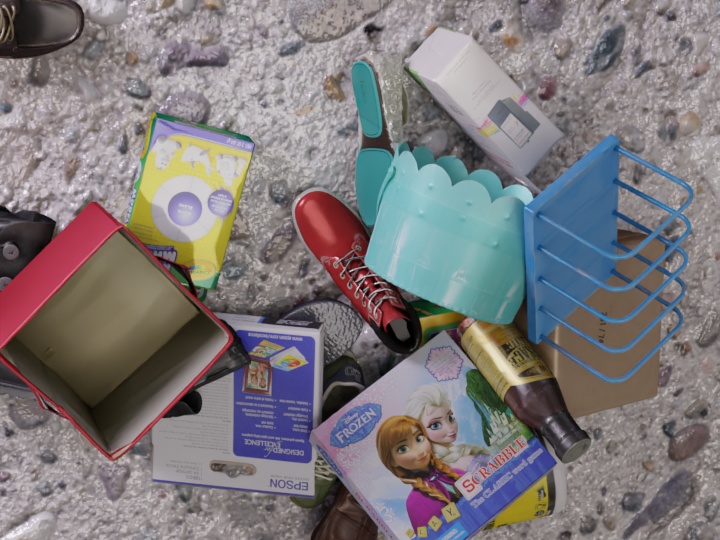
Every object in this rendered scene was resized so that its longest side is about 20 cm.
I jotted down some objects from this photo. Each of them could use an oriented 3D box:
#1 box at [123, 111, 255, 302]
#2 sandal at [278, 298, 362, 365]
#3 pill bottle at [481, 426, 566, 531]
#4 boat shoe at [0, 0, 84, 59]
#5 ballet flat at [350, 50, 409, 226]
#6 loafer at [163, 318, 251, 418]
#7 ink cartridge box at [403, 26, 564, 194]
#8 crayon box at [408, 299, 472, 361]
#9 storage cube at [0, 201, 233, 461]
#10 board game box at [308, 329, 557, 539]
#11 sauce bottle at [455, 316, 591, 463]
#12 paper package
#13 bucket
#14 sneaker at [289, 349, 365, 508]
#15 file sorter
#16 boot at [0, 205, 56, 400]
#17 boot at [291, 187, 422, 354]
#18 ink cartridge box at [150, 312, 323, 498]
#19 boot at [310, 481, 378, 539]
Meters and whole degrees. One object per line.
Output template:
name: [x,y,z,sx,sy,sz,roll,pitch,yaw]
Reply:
box: [-0.199,-0.063,1.610,0.116,0.048,0.202,12,104,-17]
sandal: [-0.091,0.091,1.685,0.199,0.043,0.076,-29,105,7]
pill bottle: [0.129,0.246,1.683,0.198,0.112,0.113,-11,108,-10]
boat shoe: [-0.383,-0.250,1.495,0.198,0.073,0.075,-5,107,-13]
ballet flat: [0.032,-0.149,1.638,0.071,0.072,0.202,-7,108,-12]
loafer: [-0.206,0.134,1.599,0.200,0.068,0.071,-39,90,18]
ink cartridge box: [0.150,-0.177,1.629,0.067,0.117,0.200,-47,112,0]
crayon box: [0.124,0.130,1.739,0.118,0.058,0.202,-11,108,-12]
storage cube: [-0.263,0.056,1.499,0.200,0.180,0.171,-46,112,-6]
board game box: [0.080,0.201,1.612,0.199,0.041,0.200,-36,75,-20]
sauce bottle: [0.182,0.125,1.607,0.066,0.200,0.066,-27,149,-18]
paper package: [0.259,0.057,1.699,0.189,0.103,0.202,-8,105,-36]
bucket: [0.107,-0.040,1.561,0.206,0.207,0.136,19,101,-18]
sneaker: [-0.039,0.196,1.699,0.067,0.090,0.202,12,102,-18]
file sorter: [0.260,-0.006,1.500,0.139,0.122,0.201,-39,143,-26]
boot: [-0.362,0.036,1.591,0.163,0.066,0.202,9,98,-18]
boot: [0.000,0.000,1.627,0.072,0.144,0.201,-36,109,0]
ink cartridge box: [-0.140,0.149,1.651,0.196,0.047,0.202,5,108,8]
boot: [0.032,0.285,1.761,0.186,0.064,0.201,38,74,-48]
